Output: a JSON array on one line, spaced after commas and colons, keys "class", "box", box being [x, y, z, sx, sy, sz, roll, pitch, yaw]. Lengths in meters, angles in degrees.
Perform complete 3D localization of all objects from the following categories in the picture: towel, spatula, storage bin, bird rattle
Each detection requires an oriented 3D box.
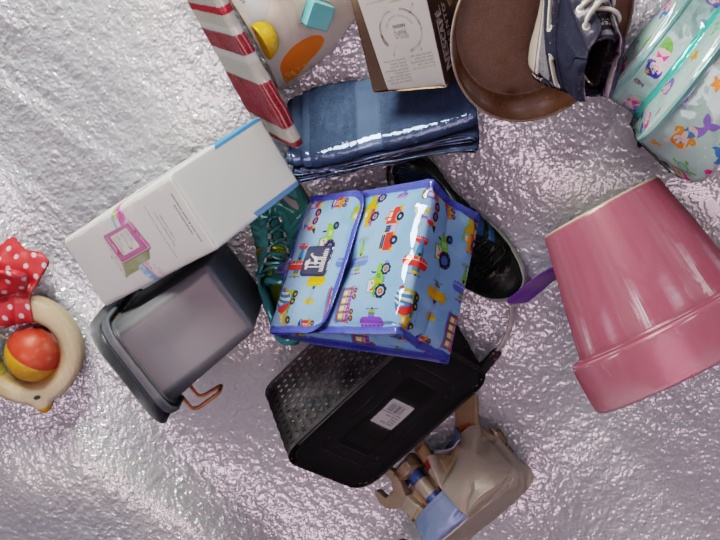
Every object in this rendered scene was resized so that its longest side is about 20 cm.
[{"class": "towel", "box": [0.022, -0.152, 1.146, 0.198, 0.112, 0.049, -12, 142, 14]}, {"class": "spatula", "box": [0.151, 0.070, 1.216, 0.021, 0.056, 0.201, 42, 112, 27]}, {"class": "storage bin", "box": [0.014, 0.122, 1.196, 0.200, 0.094, 0.135, -43, 134, 18]}, {"class": "storage bin", "box": [-0.174, 0.058, 1.192, 0.134, 0.200, 0.146, -35, 99, 7]}, {"class": "bird rattle", "box": [-0.391, 0.074, 1.292, 0.162, 0.113, 0.201, 30, 95, -13]}, {"class": "towel", "box": [-0.122, -0.219, 1.111, 0.023, 0.144, 0.201, -32, 113, -9]}]

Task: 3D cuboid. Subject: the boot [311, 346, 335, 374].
[{"class": "boot", "box": [-0.005, 0.028, 1.219, 0.075, 0.074, 0.201, 16, 105, -4]}]

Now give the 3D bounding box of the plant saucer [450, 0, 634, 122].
[{"class": "plant saucer", "box": [0.167, -0.238, 1.075, 0.199, 0.035, 0.202, -14, 126, -20]}]

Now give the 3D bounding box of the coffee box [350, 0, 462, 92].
[{"class": "coffee box", "box": [0.042, -0.282, 1.066, 0.079, 0.114, 0.201, -1, 120, 26]}]

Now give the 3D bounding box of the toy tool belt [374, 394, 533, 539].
[{"class": "toy tool belt", "box": [0.083, 0.241, 1.256, 0.200, 0.125, 0.123, -43, 58, 14]}]

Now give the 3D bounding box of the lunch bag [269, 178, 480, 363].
[{"class": "lunch bag", "box": [0.000, 0.000, 1.113, 0.199, 0.094, 0.152, 1, 70, 39]}]

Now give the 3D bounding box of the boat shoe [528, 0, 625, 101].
[{"class": "boat shoe", "box": [0.203, -0.247, 1.003, 0.074, 0.093, 0.201, -13, 124, -18]}]

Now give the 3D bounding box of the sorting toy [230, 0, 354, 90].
[{"class": "sorting toy", "box": [-0.058, -0.314, 1.126, 0.179, 0.107, 0.201, -34, 99, -4]}]

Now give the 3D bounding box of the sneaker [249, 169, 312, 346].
[{"class": "sneaker", "box": [-0.081, -0.017, 1.209, 0.077, 0.080, 0.202, -8, 104, 11]}]

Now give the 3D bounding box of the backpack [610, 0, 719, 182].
[{"class": "backpack", "box": [0.318, -0.176, 1.042, 0.150, 0.200, 0.178, 36, 109, -3]}]

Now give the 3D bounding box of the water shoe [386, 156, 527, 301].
[{"class": "water shoe", "box": [0.094, -0.037, 1.178, 0.071, 0.079, 0.200, -42, 97, 17]}]

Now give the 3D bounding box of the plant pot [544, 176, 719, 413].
[{"class": "plant pot", "box": [0.279, 0.016, 1.119, 0.199, 0.200, 0.180, -28, 85, 15]}]

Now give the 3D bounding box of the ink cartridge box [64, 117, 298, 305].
[{"class": "ink cartridge box", "box": [-0.181, -0.057, 1.140, 0.199, 0.144, 0.085, -21, 105, 43]}]
